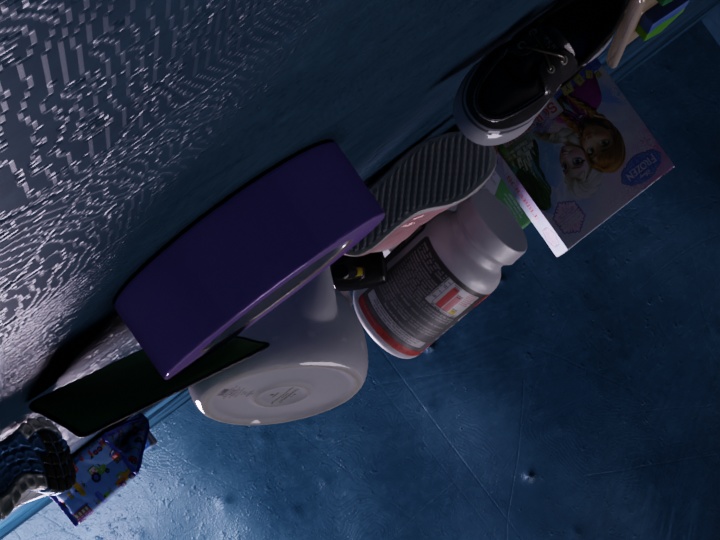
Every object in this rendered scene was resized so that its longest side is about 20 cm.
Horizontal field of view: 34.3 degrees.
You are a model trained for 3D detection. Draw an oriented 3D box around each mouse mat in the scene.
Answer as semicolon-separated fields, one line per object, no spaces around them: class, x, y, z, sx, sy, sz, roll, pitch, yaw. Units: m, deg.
mouse mat;-0.173;0.085;0.929;0.159;0.008;0.199;-25;-169;-25

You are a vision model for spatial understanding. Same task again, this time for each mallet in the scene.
mallet;0.000;0.000;1.263;0.065;0.042;0.200;-10;179;-1

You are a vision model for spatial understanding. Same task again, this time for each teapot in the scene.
teapot;-0.090;0.060;1.167;0.197;0.148;0.198;-16;154;9

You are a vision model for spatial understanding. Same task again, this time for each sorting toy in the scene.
sorting toy;0.327;-0.292;1.132;0.200;0.037;0.185;-43;170;-5

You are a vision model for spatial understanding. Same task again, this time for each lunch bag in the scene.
lunch bag;-0.444;0.330;2.032;0.150;0.094;0.200;-40;-173;10

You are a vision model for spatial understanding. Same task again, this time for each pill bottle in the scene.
pill bottle;0.094;0.003;1.374;0.200;0.116;0.116;-42;175;26

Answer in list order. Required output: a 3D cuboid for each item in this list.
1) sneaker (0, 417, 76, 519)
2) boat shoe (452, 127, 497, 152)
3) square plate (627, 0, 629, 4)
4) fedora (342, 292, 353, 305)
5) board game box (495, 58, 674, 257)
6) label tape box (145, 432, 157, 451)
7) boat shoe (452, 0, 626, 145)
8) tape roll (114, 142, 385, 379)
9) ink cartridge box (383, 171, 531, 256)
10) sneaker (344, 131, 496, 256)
sneaker;-0.332;0.190;1.054;0.086;0.076;0.200;-26;175;15
boat shoe;0.125;-0.134;1.361;0.199;0.068;0.072;-36;178;-17
square plate;0.223;-0.241;1.207;0.199;0.029;0.198;-37;178;-18
fedora;-0.074;0.050;1.764;0.176;0.091;0.199;-38;178;39
board game box;0.272;-0.157;1.498;0.199;0.201;0.041;-36;178;-18
label tape box;-0.466;0.350;2.233;0.142;0.067;0.200;-36;180;-9
boat shoe;0.154;-0.177;0.958;0.199;0.070;0.066;-36;171;-29
tape roll;-0.078;-0.006;0.841;0.199;0.066;0.200;-38;178;-1
ink cartridge box;0.110;-0.063;1.589;0.199;0.147;0.084;-36;179;-16
sneaker;0.054;-0.082;1.266;0.199;0.076;0.105;-33;178;0
